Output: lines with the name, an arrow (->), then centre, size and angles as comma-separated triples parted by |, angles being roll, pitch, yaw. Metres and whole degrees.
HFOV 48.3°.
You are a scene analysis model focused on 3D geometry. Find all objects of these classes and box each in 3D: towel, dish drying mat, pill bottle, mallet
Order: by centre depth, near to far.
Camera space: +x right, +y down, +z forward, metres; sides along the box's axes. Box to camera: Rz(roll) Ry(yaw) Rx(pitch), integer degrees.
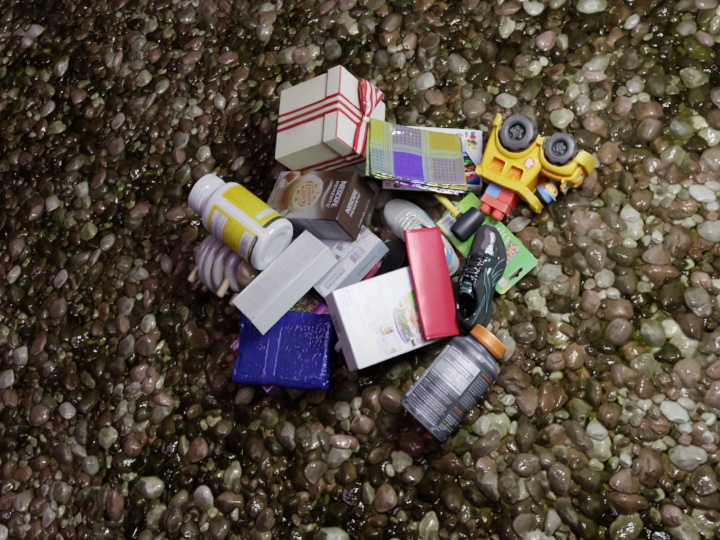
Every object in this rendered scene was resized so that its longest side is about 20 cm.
pill bottle -> 0.171, 0.193, 1.421 | 0.106, 0.106, 0.200 | 40, 85, 26
dish drying mat -> 0.129, 0.022, 1.460 | 0.075, 0.018, 0.204 | -7, 80, -19
towel -> -0.142, 0.150, 1.529 | 0.196, 0.050, 0.150 | 2, 74, 20
towel -> 0.108, -0.220, 1.534 | 0.196, 0.023, 0.146 | 10, 58, -11
mallet -> 0.159, -0.150, 1.540 | 0.065, 0.041, 0.201 | -35, 79, -4
pill bottle -> -0.236, -0.100, 1.553 | 0.199, 0.111, 0.112 | 37, 83, 17

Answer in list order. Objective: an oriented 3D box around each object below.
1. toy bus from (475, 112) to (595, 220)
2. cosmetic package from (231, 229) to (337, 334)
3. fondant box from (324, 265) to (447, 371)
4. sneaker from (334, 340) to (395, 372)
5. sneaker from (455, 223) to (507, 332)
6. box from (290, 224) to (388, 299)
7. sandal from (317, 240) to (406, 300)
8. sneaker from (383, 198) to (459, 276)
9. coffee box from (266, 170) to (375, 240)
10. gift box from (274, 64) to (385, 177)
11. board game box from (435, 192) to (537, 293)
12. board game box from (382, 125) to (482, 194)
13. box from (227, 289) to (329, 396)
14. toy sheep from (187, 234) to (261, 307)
toy bus -> 0.314, -0.175, 1.511 | 0.198, 0.135, 0.194 | 27, 92, 22
cosmetic package -> -0.143, 0.022, 1.526 | 0.200, 0.051, 0.082 | -44, 45, -10
fondant box -> 0.051, 0.082, 1.459 | 0.197, 0.058, 0.147 | -17, 83, -20
sneaker -> 0.051, 0.108, 1.520 | 0.099, 0.071, 0.200 | 41, 77, 10
sneaker -> 0.217, 0.013, 1.467 | 0.074, 0.079, 0.204 | 5, 85, 32
box -> -0.058, -0.040, 1.588 | 0.156, 0.041, 0.200 | -46, 47, -3
sandal -> 0.000, 0.000, 1.583 | 0.197, 0.045, 0.076 | -25, 63, 7
sneaker -> 0.114, -0.076, 1.556 | 0.076, 0.081, 0.200 | -43, 62, 0
coffee box -> -0.085, -0.130, 1.585 | 0.197, 0.080, 0.116 | 4, 63, 37
gift box -> -0.042, -0.287, 1.629 | 0.184, 0.199, 0.188 | -12, 69, 35
board game box -> 0.241, -0.051, 1.536 | 0.095, 0.030, 0.201 | -40, 61, 1
board game box -> 0.143, -0.221, 1.597 | 0.196, 0.035, 0.129 | 4, 70, 0
box -> -0.150, 0.127, 1.586 | 0.200, 0.039, 0.137 | -46, 64, -3
toy sheep -> -0.275, -0.011, 1.632 | 0.198, 0.138, 0.139 | 23, 78, 30
